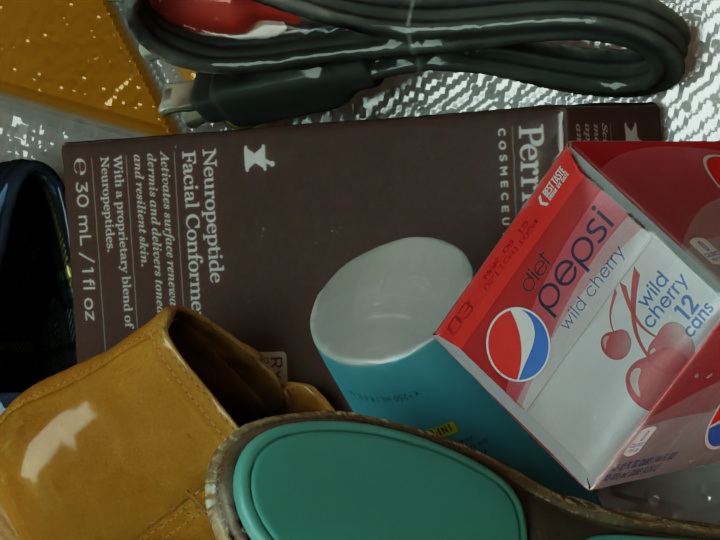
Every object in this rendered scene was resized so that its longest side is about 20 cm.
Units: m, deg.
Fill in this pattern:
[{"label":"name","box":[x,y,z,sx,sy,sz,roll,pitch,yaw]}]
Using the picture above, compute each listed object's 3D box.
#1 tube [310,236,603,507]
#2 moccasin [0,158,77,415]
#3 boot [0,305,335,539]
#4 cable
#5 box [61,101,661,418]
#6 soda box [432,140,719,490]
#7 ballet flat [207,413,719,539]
[{"label":"tube","box":[0.046,0.075,0.842,0.077,0.050,0.200,5,140,36]},{"label":"moccasin","box":[-0.124,0.055,0.971,0.068,0.080,0.200,-27,72,46]},{"label":"boot","box":[-0.041,0.110,0.896,0.144,0.071,0.201,-31,114,29]},{"label":"cable","box":[0.005,-0.086,0.890,0.200,0.097,0.050,-8,52,24]},{"label":"box","box":[0.000,0.000,0.907,0.200,0.075,0.100,-3,91,31]},{"label":"soda box","box":[0.108,0.007,0.762,0.063,0.200,0.070,44,114,23]},{"label":"ballet flat","box":[0.038,0.091,0.771,0.065,0.200,0.071,-28,47,59]}]
